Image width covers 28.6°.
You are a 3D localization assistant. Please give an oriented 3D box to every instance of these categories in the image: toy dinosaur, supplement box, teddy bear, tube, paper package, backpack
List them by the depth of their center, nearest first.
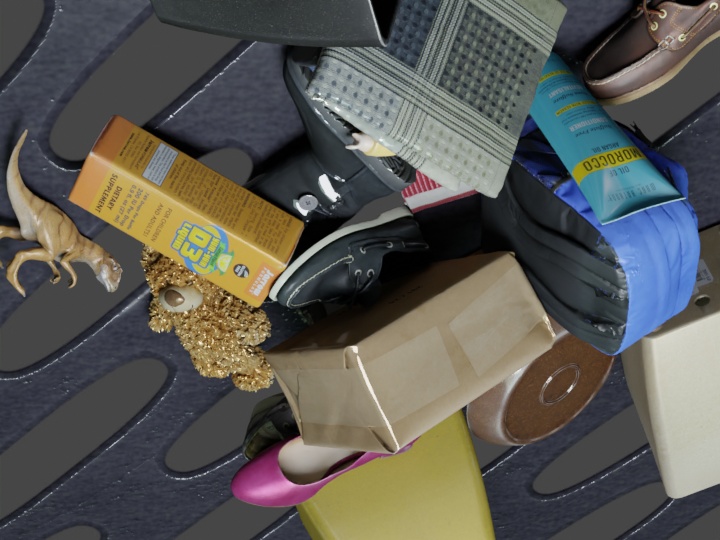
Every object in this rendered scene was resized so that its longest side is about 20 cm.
[{"bbox_3d":[0.193,-0.111,1.201,0.077,0.201,0.051,-20,137,-10],"label":"tube"},{"bbox_3d":[-0.153,-0.052,1.255,0.198,0.069,0.067,28,130,-9],"label":"supplement box"},{"bbox_3d":[0.220,-0.042,1.277,0.167,0.200,0.164,-28,138,-17],"label":"backpack"},{"bbox_3d":[-0.298,-0.043,1.299,0.106,0.060,0.200,-42,136,-5],"label":"toy dinosaur"},{"bbox_3d":[0.042,0.074,1.302,0.199,0.190,0.104,-30,100,-27],"label":"paper package"},{"bbox_3d":[-0.150,0.051,1.366,0.144,0.067,0.201,32,152,18],"label":"teddy bear"}]

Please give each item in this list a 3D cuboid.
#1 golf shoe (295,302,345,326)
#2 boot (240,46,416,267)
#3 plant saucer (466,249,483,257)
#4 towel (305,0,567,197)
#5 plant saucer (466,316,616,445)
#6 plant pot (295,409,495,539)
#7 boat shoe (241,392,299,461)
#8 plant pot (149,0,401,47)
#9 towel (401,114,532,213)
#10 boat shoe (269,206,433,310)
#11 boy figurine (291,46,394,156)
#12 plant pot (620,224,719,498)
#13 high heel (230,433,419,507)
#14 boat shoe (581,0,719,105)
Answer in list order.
[{"bbox_3d":[0.000,0.060,1.439,0.088,0.077,0.200,-38,135,1],"label":"golf shoe"},{"bbox_3d":[-0.073,-0.092,1.285,0.199,0.066,0.165,-29,112,33],"label":"boot"},{"bbox_3d":[0.166,0.051,1.477,0.197,0.033,0.202,-6,133,-6],"label":"plant saucer"},{"bbox_3d":[0.066,-0.181,1.165,0.199,0.195,0.034,28,165,-25],"label":"towel"},{"bbox_3d":[0.197,0.109,1.454,0.199,0.034,0.202,-27,141,-24],"label":"plant saucer"},{"bbox_3d":[0.049,0.271,1.493,0.198,0.178,0.201,-24,154,-6],"label":"plant pot"},{"bbox_3d":[-0.058,0.157,1.457,0.073,0.065,0.200,35,145,-14],"label":"boat shoe"},{"bbox_3d":[-0.074,-0.283,1.019,0.175,0.201,0.201,-6,128,19],"label":"plant pot"},{"bbox_3d":[0.088,-0.148,1.289,0.142,0.023,0.201,-16,134,2],"label":"towel"},{"bbox_3d":[-0.001,0.001,1.301,0.199,0.066,0.075,-24,159,-52],"label":"boat shoe"},{"bbox_3d":[0.035,-0.147,1.201,0.199,0.064,0.125,35,90,-25],"label":"boy figurine"},{"bbox_3d":[0.360,0.073,1.436,0.198,0.201,0.178,-21,122,9],"label":"plant pot"},{"bbox_3d":[-0.030,0.172,1.369,0.197,0.068,0.096,-11,154,-11],"label":"high heel"},{"bbox_3d":[0.274,-0.222,1.224,0.199,0.071,0.070,-35,137,9],"label":"boat shoe"}]
